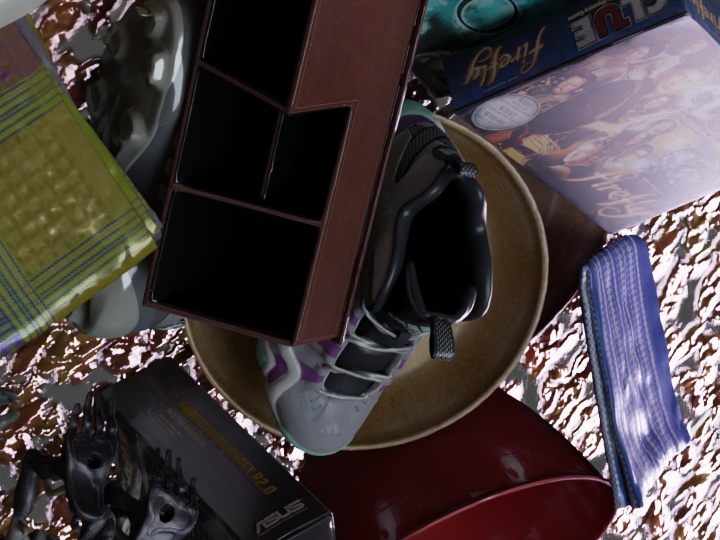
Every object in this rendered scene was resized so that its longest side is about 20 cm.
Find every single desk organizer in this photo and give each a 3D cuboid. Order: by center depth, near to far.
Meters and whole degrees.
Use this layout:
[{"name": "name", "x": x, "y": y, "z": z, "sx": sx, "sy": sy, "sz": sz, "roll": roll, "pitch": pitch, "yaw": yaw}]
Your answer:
[{"name": "desk organizer", "x": -0.036, "y": -0.062, "z": 1.142, "sx": 0.077, "sy": 0.072, "sz": 0.200, "roll": -13, "pitch": 124, "yaw": -47}]

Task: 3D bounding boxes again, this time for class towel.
[{"name": "towel", "x": -0.200, "y": -0.020, "z": 1.108, "sx": 0.200, "sy": 0.023, "sz": 0.144, "roll": -37, "pitch": 103, "yaw": -19}, {"name": "towel", "x": 0.163, "y": 0.055, "z": 1.430, "sx": 0.200, "sy": 0.024, "sz": 0.145, "roll": -23, "pitch": 103, "yaw": -75}]

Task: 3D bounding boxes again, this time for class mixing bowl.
[{"name": "mixing bowl", "x": 0.039, "y": 0.131, "z": 1.403, "sx": 0.200, "sy": 0.108, "sz": 0.200, "roll": -21, "pitch": 154, "yaw": -11}]

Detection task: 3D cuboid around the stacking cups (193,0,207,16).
[{"name": "stacking cups", "x": -0.071, "y": -0.151, "z": 1.153, "sx": 0.061, "sy": 0.061, "sz": 0.200, "roll": -46, "pitch": 140, "yaw": -6}]

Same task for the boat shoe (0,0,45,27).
[{"name": "boat shoe", "x": -0.220, "y": -0.118, "z": 1.044, "sx": 0.201, "sy": 0.070, "sz": 0.072, "roll": -34, "pitch": 127, "yaw": -25}]

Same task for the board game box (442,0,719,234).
[{"name": "board game box", "x": 0.151, "y": -0.089, "z": 1.303, "sx": 0.135, "sy": 0.035, "sz": 0.200, "roll": -23, "pitch": 152, "yaw": 23}]

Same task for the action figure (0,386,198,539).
[{"name": "action figure", "x": -0.163, "y": 0.122, "z": 1.225, "sx": 0.119, "sy": 0.200, "sz": 0.102, "roll": 34, "pitch": 55, "yaw": -26}]

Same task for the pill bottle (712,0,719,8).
[{"name": "pill bottle", "x": 0.177, "y": -0.204, "z": 1.305, "sx": 0.114, "sy": 0.114, "sz": 0.200, "roll": -40, "pitch": 138, "yaw": -13}]

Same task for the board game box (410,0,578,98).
[{"name": "board game box", "x": 0.046, "y": -0.166, "z": 1.215, "sx": 0.135, "sy": 0.028, "sz": 0.200, "roll": -21, "pitch": 144, "yaw": 24}]

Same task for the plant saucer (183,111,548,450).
[{"name": "plant saucer", "x": 0.000, "y": 0.000, "z": 1.300, "sx": 0.200, "sy": 0.035, "sz": 0.200, "roll": -4, "pitch": 113, "yaw": -9}]

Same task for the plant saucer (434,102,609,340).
[{"name": "plant saucer", "x": 0.066, "y": -0.030, "z": 1.390, "sx": 0.200, "sy": 0.037, "sz": 0.200, "roll": -25, "pitch": 134, "yaw": -29}]

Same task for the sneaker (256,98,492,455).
[{"name": "sneaker", "x": 0.013, "y": 0.025, "z": 1.211, "sx": 0.078, "sy": 0.140, "sz": 0.200, "roll": 2, "pitch": 113, "yaw": -26}]

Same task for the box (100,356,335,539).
[{"name": "box", "x": -0.070, "y": 0.168, "z": 1.314, "sx": 0.048, "sy": 0.158, "sz": 0.200, "roll": -26, "pitch": 133, "yaw": -24}]

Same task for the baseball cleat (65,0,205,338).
[{"name": "baseball cleat", "x": -0.091, "y": -0.055, "z": 1.200, "sx": 0.106, "sy": 0.070, "sz": 0.200, "roll": -4, "pitch": 132, "yaw": -32}]
